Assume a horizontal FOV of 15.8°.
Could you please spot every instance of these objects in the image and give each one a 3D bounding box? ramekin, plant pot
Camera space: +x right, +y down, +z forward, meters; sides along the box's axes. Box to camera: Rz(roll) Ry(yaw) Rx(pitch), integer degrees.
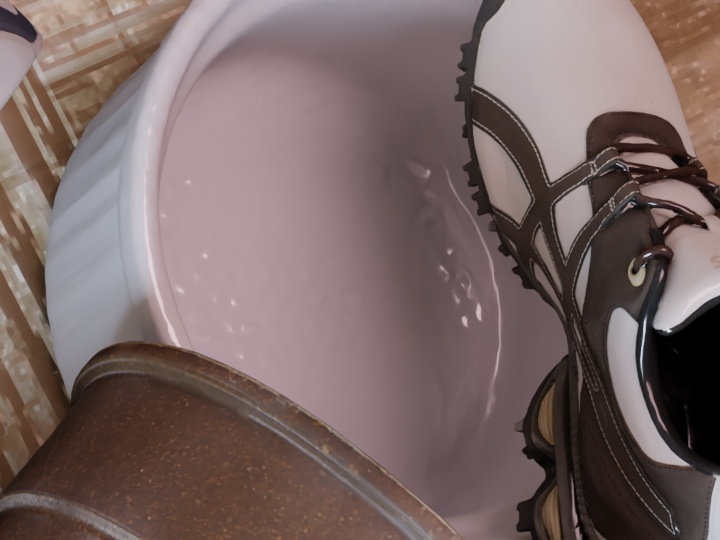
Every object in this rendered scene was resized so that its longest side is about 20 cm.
[{"bbox_3d":[0.000,0.000,0.802,0.200,0.098,0.201,10,71,-30],"label":"ramekin"},{"bbox_3d":[-0.066,0.157,0.668,0.198,0.200,0.200,-45,100,-26],"label":"plant pot"}]

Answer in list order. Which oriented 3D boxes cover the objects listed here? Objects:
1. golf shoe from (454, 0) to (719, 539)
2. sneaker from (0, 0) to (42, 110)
[{"bbox_3d":[0.086,-0.008,0.743,0.078,0.094,0.201,-2,76,-31],"label":"golf shoe"},{"bbox_3d":[-0.186,-0.039,0.712,0.130,0.079,0.199,41,59,-13],"label":"sneaker"}]
